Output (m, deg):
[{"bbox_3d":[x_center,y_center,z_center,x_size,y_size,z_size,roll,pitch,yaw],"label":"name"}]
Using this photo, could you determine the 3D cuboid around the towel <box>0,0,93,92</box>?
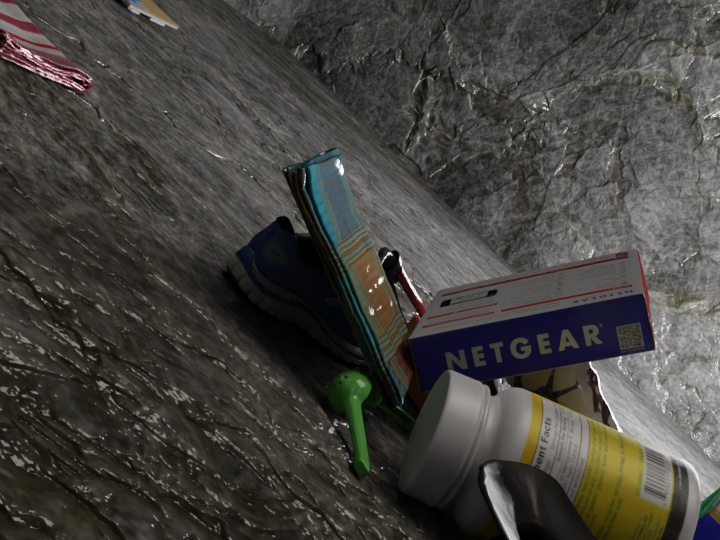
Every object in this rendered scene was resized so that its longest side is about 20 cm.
[{"bbox_3d":[-0.354,-0.253,1.057,0.200,0.023,0.144,45,10,19],"label":"towel"}]

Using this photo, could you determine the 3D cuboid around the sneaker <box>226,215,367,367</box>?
[{"bbox_3d":[-0.021,0.016,0.977,0.199,0.089,0.079,32,14,-42],"label":"sneaker"}]

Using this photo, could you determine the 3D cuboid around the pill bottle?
[{"bbox_3d":[0.135,0.155,0.813,0.198,0.116,0.114,24,11,-3],"label":"pill bottle"}]

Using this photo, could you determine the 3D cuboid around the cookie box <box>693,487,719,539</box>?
[{"bbox_3d":[0.349,0.282,0.978,0.171,0.075,0.201,44,-33,14],"label":"cookie box"}]

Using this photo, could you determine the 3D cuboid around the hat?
[{"bbox_3d":[0.116,0.217,0.678,0.200,0.081,0.201,42,19,-18],"label":"hat"}]

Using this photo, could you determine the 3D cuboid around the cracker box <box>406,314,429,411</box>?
[{"bbox_3d":[0.125,0.139,1.105,0.199,0.058,0.134,34,13,-39],"label":"cracker box"}]

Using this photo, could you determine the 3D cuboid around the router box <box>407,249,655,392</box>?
[{"bbox_3d":[0.153,0.041,0.974,0.179,0.197,0.050,-44,121,-72],"label":"router box"}]

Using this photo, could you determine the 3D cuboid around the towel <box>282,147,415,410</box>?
[{"bbox_3d":[0.000,0.000,0.896,0.147,0.021,0.202,-49,116,-75],"label":"towel"}]

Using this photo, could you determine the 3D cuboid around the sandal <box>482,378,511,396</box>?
[{"bbox_3d":[0.169,0.172,1.002,0.202,0.043,0.076,60,33,-6],"label":"sandal"}]

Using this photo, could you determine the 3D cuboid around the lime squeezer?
[{"bbox_3d":[0.010,0.106,0.866,0.071,0.038,0.200,43,9,9],"label":"lime squeezer"}]

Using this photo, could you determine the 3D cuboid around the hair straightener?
[{"bbox_3d":[0.027,0.043,1.095,0.041,0.076,0.201,59,-1,34],"label":"hair straightener"}]

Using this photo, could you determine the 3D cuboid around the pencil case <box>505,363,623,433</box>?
[{"bbox_3d":[0.200,0.156,0.958,0.089,0.077,0.202,-13,75,-53],"label":"pencil case"}]

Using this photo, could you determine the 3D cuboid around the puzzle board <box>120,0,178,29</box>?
[{"bbox_3d":[-0.394,-0.465,1.834,0.151,0.017,0.200,44,11,7],"label":"puzzle board"}]
